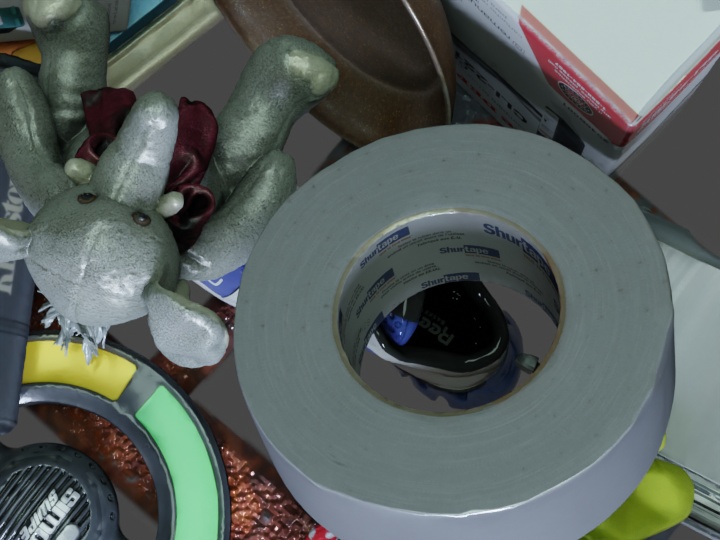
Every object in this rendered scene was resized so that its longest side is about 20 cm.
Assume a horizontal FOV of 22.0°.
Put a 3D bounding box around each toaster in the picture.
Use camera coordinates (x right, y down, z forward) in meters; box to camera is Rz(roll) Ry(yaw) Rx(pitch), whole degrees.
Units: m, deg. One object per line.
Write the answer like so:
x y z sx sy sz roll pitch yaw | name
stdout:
0.183 0.065 0.963 0.199 0.114 0.130 27 84 4 | toaster

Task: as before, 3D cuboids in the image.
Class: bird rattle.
0.078 0.148 0.922 0.163 0.199 0.113 43 56 -31 | bird rattle

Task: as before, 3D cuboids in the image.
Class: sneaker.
0.001 0.000 0.968 0.199 0.115 0.081 26 79 5 | sneaker

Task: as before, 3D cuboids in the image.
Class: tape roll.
0.044 0.033 0.848 0.199 0.066 0.201 -5 59 9 | tape roll

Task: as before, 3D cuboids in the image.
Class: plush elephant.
-0.114 -0.036 0.895 0.164 0.155 0.201 20 98 -7 | plush elephant

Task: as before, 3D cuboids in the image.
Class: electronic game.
-0.167 0.131 0.978 0.199 0.042 0.201 0 79 -1 | electronic game

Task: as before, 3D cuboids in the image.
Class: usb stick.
-0.193 -0.013 0.970 0.055 0.033 0.201 12 77 -30 | usb stick

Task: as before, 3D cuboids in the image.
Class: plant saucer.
-0.016 -0.144 0.957 0.200 0.201 0.037 45 71 7 | plant saucer

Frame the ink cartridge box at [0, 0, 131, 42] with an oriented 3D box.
-0.227 -0.183 0.978 0.199 0.067 0.117 -7 75 -13 | ink cartridge box

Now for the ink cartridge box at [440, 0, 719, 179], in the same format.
0.104 -0.127 0.953 0.144 0.200 0.084 44 85 7 | ink cartridge box

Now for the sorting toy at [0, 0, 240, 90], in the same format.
-0.194 -0.165 1.037 0.200 0.036 0.185 -40 83 -8 | sorting toy
